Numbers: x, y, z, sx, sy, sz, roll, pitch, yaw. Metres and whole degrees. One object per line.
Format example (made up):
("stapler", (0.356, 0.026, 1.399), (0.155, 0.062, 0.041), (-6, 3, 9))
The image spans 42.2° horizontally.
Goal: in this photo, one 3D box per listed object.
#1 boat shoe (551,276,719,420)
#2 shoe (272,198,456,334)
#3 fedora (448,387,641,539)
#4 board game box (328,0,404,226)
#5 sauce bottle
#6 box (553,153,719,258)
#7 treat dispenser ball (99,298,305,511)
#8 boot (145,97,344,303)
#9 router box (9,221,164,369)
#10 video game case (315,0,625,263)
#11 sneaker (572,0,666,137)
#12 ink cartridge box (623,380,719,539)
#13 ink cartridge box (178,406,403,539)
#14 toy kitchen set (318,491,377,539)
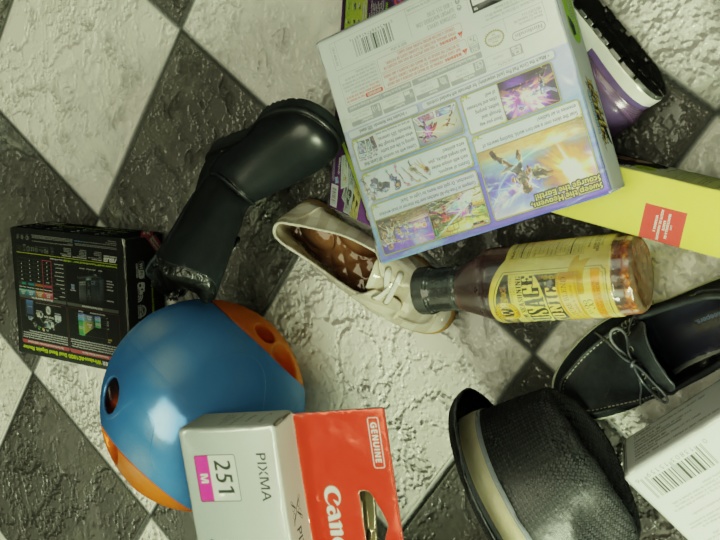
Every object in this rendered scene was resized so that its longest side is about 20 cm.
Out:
("boat shoe", (0.228, 0.064, 0.728), (0.199, 0.062, 0.076), (-33, 83, 34))
("shoe", (0.000, 0.000, 0.869), (0.198, 0.053, 0.071), (33, 115, 24))
("fedora", (0.155, 0.168, 0.733), (0.091, 0.200, 0.203), (-34, 80, 21))
("board game box", (0.013, -0.144, 0.818), (0.120, 0.032, 0.204), (-146, 58, -62))
("sauce bottle", (0.134, 0.011, 0.758), (0.197, 0.066, 0.067), (-8, 95, 35))
("box", (0.229, -0.050, 0.698), (0.197, 0.075, 0.051), (19, 109, 28))
("treat dispenser ball", (-0.151, 0.129, 0.904), (0.198, 0.200, 0.206), (7, 103, 32))
("boot", (-0.108, -0.055, 0.852), (0.198, 0.076, 0.171), (-12, 49, 48))
("router box", (-0.313, 0.028, 1.074), (0.197, 0.062, 0.153), (7, 102, 32))
("video game case", (0.079, -0.120, 0.708), (0.197, 0.045, 0.185), (-16, 90, 31))
("sneaker", (0.143, -0.188, 0.732), (0.087, 0.075, 0.202), (-41, 76, 38))
("ink cartridge box", (0.324, 0.145, 0.680), (0.173, 0.044, 0.200), (42, 120, -11))
("ink cartridge box", (-0.052, 0.218, 0.767), (0.170, 0.043, 0.205), (-6, 97, 23))
("toy kitchen set", (0.056, 0.279, 0.869), (0.176, 0.163, 0.205), (-3, 98, 5))
